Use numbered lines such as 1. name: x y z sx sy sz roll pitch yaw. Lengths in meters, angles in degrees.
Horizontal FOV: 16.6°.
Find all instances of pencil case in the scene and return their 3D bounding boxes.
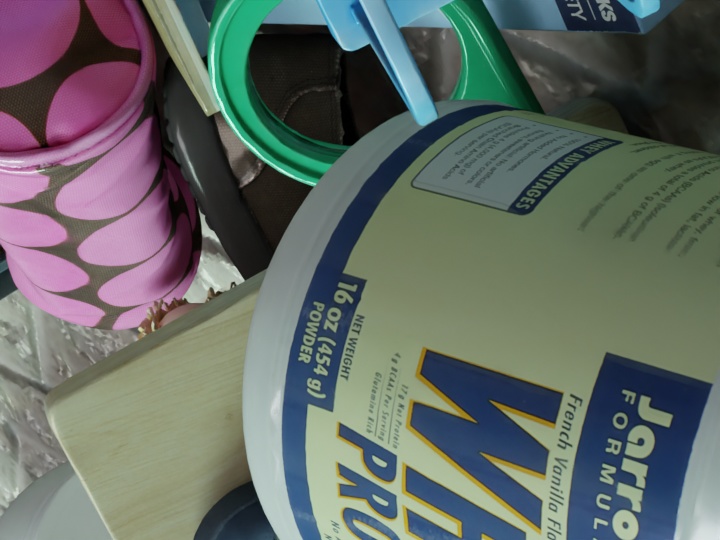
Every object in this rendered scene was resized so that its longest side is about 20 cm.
1. pencil case: -0.105 -0.047 0.883 0.090 0.094 0.200 3 163 0

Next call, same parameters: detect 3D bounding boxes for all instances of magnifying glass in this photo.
1. magnifying glass: 0.043 -0.034 0.735 0.200 0.022 0.080 31 119 -21

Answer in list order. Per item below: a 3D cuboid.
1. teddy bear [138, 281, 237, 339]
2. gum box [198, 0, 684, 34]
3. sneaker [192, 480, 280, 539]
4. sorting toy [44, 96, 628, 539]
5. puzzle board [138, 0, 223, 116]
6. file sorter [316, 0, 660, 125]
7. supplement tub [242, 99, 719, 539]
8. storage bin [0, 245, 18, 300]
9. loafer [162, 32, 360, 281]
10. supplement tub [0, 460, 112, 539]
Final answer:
1. teddy bear: -0.019 0.092 0.926 0.067 0.145 0.200 -34 97 18
2. gum box: -0.005 -0.154 0.731 0.200 0.045 0.170 8 129 46
3. sneaker: 0.044 0.118 0.734 0.199 0.070 0.082 20 -170 -7
4. sorting toy: 0.026 0.073 0.807 0.199 0.200 0.070 63 172 -15
5. puzzle board: -0.089 -0.141 0.790 0.151 0.017 0.200 64 178 -21
6. file sorter: 0.063 -0.136 0.487 0.139 0.199 0.123 63 -179 -21
7. supplement tub: 0.085 0.041 0.638 0.200 0.145 0.145 16 135 38
8. storage bin: -0.222 -0.083 1.006 0.200 0.145 0.135 36 136 21
9. loafer: 0.000 0.000 0.855 0.071 0.073 0.200 -17 128 15
10. supplement tub: -0.113 0.165 1.109 0.145 0.145 0.200 48 149 2
